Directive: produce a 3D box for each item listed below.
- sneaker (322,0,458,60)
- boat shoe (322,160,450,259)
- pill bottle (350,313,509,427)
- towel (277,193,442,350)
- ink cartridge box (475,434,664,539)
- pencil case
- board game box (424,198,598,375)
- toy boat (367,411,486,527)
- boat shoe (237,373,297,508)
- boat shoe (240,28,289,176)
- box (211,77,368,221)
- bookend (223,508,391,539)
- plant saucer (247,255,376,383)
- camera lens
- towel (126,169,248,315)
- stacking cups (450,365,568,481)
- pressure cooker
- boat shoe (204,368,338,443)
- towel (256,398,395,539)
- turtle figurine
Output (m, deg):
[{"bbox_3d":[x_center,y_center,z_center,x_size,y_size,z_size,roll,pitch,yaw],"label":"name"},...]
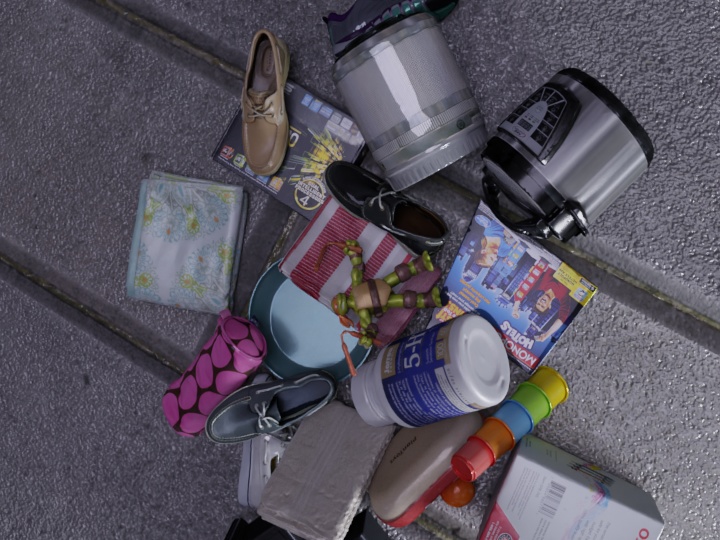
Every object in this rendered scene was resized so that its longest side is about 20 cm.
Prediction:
[{"bbox_3d":[0.039,-0.376,1.184,0.198,0.074,0.089,-24,75,10],"label":"sneaker"},{"bbox_3d":[0.037,-0.094,1.159,0.199,0.068,0.072,35,72,-1],"label":"boat shoe"},{"bbox_3d":[0.087,0.143,1.106,0.199,0.119,0.121,-25,84,37],"label":"pill bottle"},{"bbox_3d":[0.000,0.000,1.179,0.199,0.023,0.145,37,82,-3],"label":"towel"},{"bbox_3d":[0.271,0.331,1.090,0.198,0.145,0.147,25,96,12],"label":"ink cartridge box"},{"bbox_3d":[-0.219,0.153,1.219,0.094,0.091,0.200,43,115,5],"label":"pencil case"},{"bbox_3d":[0.188,0.041,1.153,0.199,0.062,0.201,39,100,10],"label":"board game box"},{"bbox_3d":[0.110,0.281,1.157,0.130,0.131,0.200,40,101,-21],"label":"toy boat"},{"bbox_3d":[-0.128,0.256,1.223,0.085,0.075,0.205,8,95,14],"label":"boat shoe"},{"bbox_3d":[-0.142,-0.238,1.180,0.070,0.064,0.203,1,89,12],"label":"boat shoe"},{"bbox_3d":[-0.098,-0.183,1.227,0.199,0.049,0.162,33,94,10],"label":"box"},{"bbox_3d":[-0.057,0.401,1.176,0.199,0.092,0.200,-35,96,11],"label":"bookend"},{"bbox_3d":[-0.069,0.071,1.228,0.197,0.036,0.203,0,90,13],"label":"plant saucer"},{"bbox_3d":[0.066,-0.231,1.120,0.159,0.160,0.202,-27,95,12],"label":"camera lens"},{"bbox_3d":[-0.265,-0.043,1.269,0.169,0.048,0.203,10,93,14],"label":"towel"},{"bbox_3d":[0.194,0.199,1.088,0.060,0.199,0.061,30,136,34],"label":"stacking cups"},{"bbox_3d":[0.254,-0.134,1.072,0.200,0.176,0.179,-44,85,6],"label":"pressure cooker"},{"bbox_3d":[-0.125,0.190,1.163,0.197,0.062,0.074,-19,87,-7],"label":"boat shoe"},{"bbox_3d":[-0.046,0.276,1.155,0.131,0.035,0.201,19,58,22],"label":"towel"},{"bbox_3d":[0.027,0.042,1.128,0.159,0.065,0.202,-13,61,2],"label":"turtle figurine"}]
